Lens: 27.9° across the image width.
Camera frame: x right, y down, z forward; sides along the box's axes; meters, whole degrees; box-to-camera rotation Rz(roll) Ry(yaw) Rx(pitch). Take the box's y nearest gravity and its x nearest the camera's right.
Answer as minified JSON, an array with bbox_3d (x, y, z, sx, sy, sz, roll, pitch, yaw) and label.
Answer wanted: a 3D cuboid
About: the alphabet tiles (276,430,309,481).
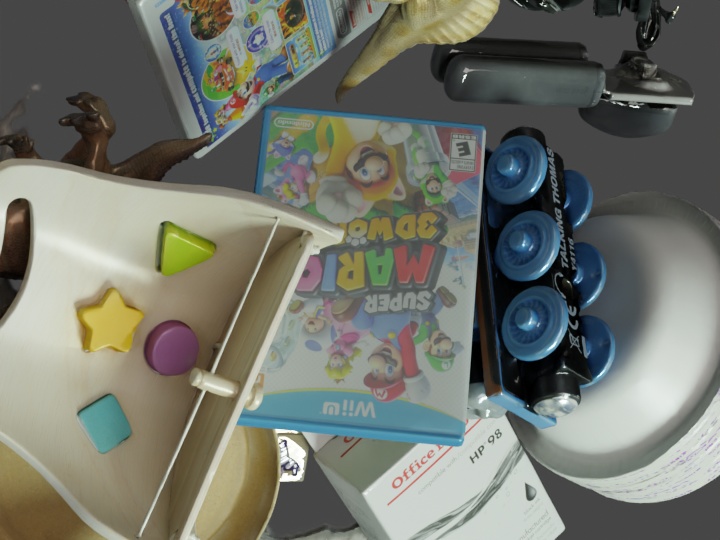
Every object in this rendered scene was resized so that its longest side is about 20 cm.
[{"bbox_3d":[-0.055,0.059,0.954,0.197,0.008,0.170,5,102,-27],"label":"alphabet tiles"}]

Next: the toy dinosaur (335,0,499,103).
[{"bbox_3d":[0.033,-0.164,0.866,0.199,0.059,0.101,-38,131,25],"label":"toy dinosaur"}]

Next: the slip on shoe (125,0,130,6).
[{"bbox_3d":[-0.069,-0.218,0.866,0.200,0.074,0.062,-42,152,-21],"label":"slip on shoe"}]

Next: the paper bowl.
[{"bbox_3d":[0.175,0.045,0.968,0.104,0.200,0.203,27,88,-38],"label":"paper bowl"}]

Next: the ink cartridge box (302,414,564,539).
[{"bbox_3d":[0.049,0.139,0.988,0.116,0.067,0.201,-40,125,-14],"label":"ink cartridge box"}]

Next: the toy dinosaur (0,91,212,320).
[{"bbox_3d":[-0.177,-0.021,0.837,0.198,0.085,0.137,-22,111,-27],"label":"toy dinosaur"}]

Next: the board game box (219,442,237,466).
[{"bbox_3d":[-0.057,0.037,0.927,0.200,0.030,0.096,-41,118,-12],"label":"board game box"}]

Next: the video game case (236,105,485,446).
[{"bbox_3d":[0.000,0.000,0.880,0.141,0.018,0.203,5,71,1],"label":"video game case"}]

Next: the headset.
[{"bbox_3d":[0.151,-0.188,0.961,0.199,0.122,0.095,-16,114,-50],"label":"headset"}]

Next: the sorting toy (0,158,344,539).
[{"bbox_3d":[-0.136,0.030,0.780,0.178,0.107,0.202,24,90,-23],"label":"sorting toy"}]

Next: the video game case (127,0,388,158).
[{"bbox_3d":[-0.042,-0.172,0.869,0.199,0.018,0.144,-40,151,-16],"label":"video game case"}]

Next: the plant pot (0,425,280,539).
[{"bbox_3d":[-0.148,0.125,0.891,0.197,0.028,0.203,-6,113,-13],"label":"plant pot"}]

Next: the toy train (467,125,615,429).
[{"bbox_3d":[0.093,0.005,0.924,0.086,0.113,0.203,27,50,-45],"label":"toy train"}]

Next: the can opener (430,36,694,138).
[{"bbox_3d":[0.140,-0.120,1.001,0.197,0.054,0.068,-1,125,-22],"label":"can opener"}]
